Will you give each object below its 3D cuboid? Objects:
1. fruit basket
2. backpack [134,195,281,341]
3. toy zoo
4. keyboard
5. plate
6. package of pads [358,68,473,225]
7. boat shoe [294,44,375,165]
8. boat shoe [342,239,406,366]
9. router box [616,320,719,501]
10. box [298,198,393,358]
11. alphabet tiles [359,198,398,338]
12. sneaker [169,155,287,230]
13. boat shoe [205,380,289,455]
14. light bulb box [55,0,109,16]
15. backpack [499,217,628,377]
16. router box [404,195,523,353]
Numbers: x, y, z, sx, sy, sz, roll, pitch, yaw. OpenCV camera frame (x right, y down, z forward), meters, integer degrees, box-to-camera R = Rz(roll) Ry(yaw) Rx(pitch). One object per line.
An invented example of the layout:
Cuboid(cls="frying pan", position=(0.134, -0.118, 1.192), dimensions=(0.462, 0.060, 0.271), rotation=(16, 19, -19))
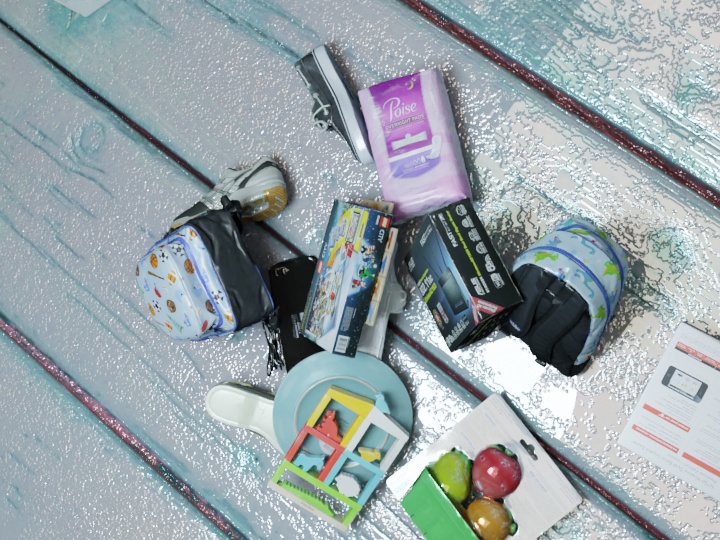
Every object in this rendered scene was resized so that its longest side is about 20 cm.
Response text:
Cuboid(cls="fruit basket", position=(0.164, 0.297, 1.446), dimensions=(0.200, 0.094, 0.185), rotation=(-38, 75, -2))
Cuboid(cls="backpack", position=(-0.230, 0.019, 1.539), dimensions=(0.190, 0.154, 0.201), rotation=(-21, 90, 61))
Cuboid(cls="toy zoo", position=(-0.023, 0.249, 1.486), dimensions=(0.131, 0.020, 0.200), rotation=(31, 101, -4))
Cuboid(cls="keyboard", position=(-0.096, 0.084, 1.579), dimensions=(0.104, 0.040, 0.201), rotation=(-10, 81, -4))
Cuboid(cls="plate", position=(-0.026, 0.209, 1.501), dimensions=(0.199, 0.026, 0.201), rotation=(0, 102, 1))
Cuboid(cls="package of pads", position=(0.079, -0.173, 1.502), dimensions=(0.120, 0.076, 0.201), rotation=(-15, 81, 16))
Cuboid(cls="boat shoe", position=(-0.041, -0.230, 1.550), dimensions=(0.068, 0.074, 0.200), rotation=(-28, 77, 12))
Cuboid(cls="boat shoe", position=(0.029, 0.047, 1.513), dimensions=(0.068, 0.072, 0.201), rotation=(16, 86, 0))
Cuboid(cls="router box", position=(0.454, 0.188, 1.353), dimensions=(0.199, 0.049, 0.180), rotation=(29, 97, 20))
Cuboid(cls="box", position=(-0.022, 0.008, 1.483), dimensions=(0.038, 0.137, 0.201), rotation=(14, 94, -23))
Cuboid(cls="alphabet tiles", position=(0.000, 0.000, 1.493), dimensions=(0.006, 0.166, 0.201), rotation=(14, 91, -23))
Cuboid(cls="sneaker", position=(-0.198, -0.105, 1.612), dimensions=(0.199, 0.076, 0.088), rotation=(-21, 59, 18))
Cuboid(cls="boat shoe", position=(-0.125, 0.214, 1.553), dimensions=(0.201, 0.060, 0.072), rotation=(24, 97, 1))
Cuboid(cls="light bulb box", position=(-0.467, -0.535, 1.663), dimensions=(0.124, 0.198, 0.201), rotation=(-28, 76, 14))
Cuboid(cls="backpack", position=(0.255, 0.026, 1.359), dimensions=(0.154, 0.200, 0.163), rotation=(-45, 71, -7))
Cuboid(cls="router box", position=(0.129, 0.011, 1.406), dimensions=(0.062, 0.200, 0.150), rotation=(-23, 77, -14))
